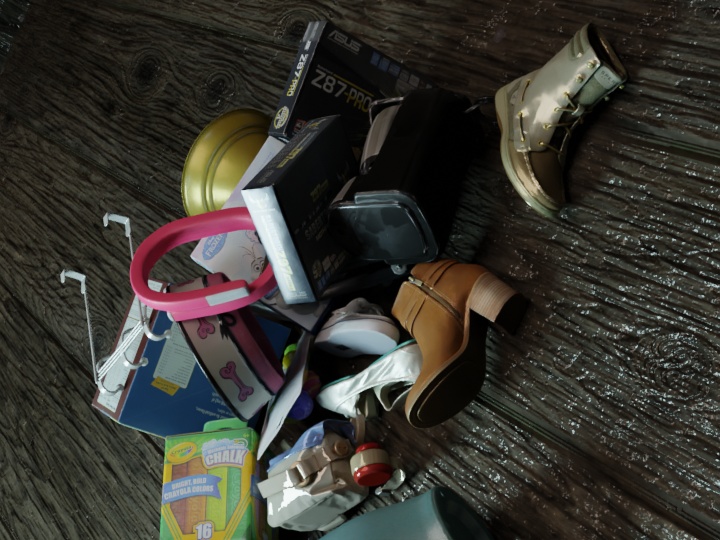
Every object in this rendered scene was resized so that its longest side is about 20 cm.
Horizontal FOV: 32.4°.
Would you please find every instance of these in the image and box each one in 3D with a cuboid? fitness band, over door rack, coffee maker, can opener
[{"bbox_3d":[-0.184,-0.010,1.522,0.199,0.038,0.144,-11,48,8],"label":"fitness band"},{"bbox_3d":[-0.318,0.044,1.653,0.148,0.066,0.201,-45,56,35],"label":"over door rack"},{"bbox_3d":[0.069,-0.120,1.495,0.192,0.135,0.201,-27,31,42],"label":"coffee maker"},{"bbox_3d":[0.000,0.000,1.585,0.199,0.064,0.079,-23,5,11],"label":"can opener"}]

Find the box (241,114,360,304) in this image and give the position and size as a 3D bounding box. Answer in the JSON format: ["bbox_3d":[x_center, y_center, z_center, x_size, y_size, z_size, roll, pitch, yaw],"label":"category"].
[{"bbox_3d":[-0.057,-0.077,1.515,0.051,0.158,0.200,-7,27,29],"label":"box"}]

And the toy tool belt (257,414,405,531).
[{"bbox_3d":[-0.041,0.226,1.501,0.200,0.124,0.123,-40,48,39],"label":"toy tool belt"}]

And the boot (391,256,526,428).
[{"bbox_3d":[0.083,0.077,1.432,0.154,0.074,0.200,27,72,45],"label":"boot"}]

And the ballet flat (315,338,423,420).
[{"bbox_3d":[0.017,0.148,1.527,0.200,0.069,0.070,-32,47,39],"label":"ballet flat"}]

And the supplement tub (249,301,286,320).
[{"bbox_3d":[-0.110,-0.039,1.750,0.122,0.122,0.201,-4,68,53],"label":"supplement tub"}]

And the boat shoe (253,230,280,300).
[{"bbox_3d":[-0.104,-0.061,1.600,0.072,0.072,0.201,-29,39,63],"label":"boat shoe"}]

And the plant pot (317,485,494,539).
[{"bbox_3d":[0.047,0.327,1.275,0.188,0.200,0.200,-39,41,12],"label":"plant pot"}]

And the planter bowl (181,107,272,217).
[{"bbox_3d":[-0.160,-0.132,1.829,0.083,0.200,0.201,25,92,41],"label":"planter bowl"}]

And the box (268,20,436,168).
[{"bbox_3d":[-0.008,-0.214,1.644,0.049,0.199,0.162,11,79,55],"label":"box"}]

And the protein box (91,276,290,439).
[{"bbox_3d":[-0.239,0.137,1.748,0.135,0.198,0.201,11,80,62],"label":"protein box"}]

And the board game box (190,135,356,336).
[{"bbox_3d":[-0.091,-0.048,1.663,0.198,0.043,0.201,31,82,14],"label":"board game box"}]

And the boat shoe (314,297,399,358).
[{"bbox_3d":[-0.003,0.067,1.567,0.200,0.073,0.066,-12,54,63],"label":"boat shoe"}]

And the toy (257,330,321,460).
[{"bbox_3d":[-0.082,0.159,1.622,0.115,0.047,0.200,-59,13,22],"label":"toy"}]

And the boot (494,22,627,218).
[{"bbox_3d":[0.234,-0.172,1.404,0.154,0.072,0.201,-37,44,33],"label":"boot"}]

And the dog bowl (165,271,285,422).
[{"bbox_3d":[-0.166,0.089,1.586,0.074,0.201,0.200,-30,40,1],"label":"dog bowl"}]

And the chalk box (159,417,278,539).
[{"bbox_3d":[-0.180,0.281,1.616,0.124,0.124,0.201,-9,60,11],"label":"chalk box"}]
